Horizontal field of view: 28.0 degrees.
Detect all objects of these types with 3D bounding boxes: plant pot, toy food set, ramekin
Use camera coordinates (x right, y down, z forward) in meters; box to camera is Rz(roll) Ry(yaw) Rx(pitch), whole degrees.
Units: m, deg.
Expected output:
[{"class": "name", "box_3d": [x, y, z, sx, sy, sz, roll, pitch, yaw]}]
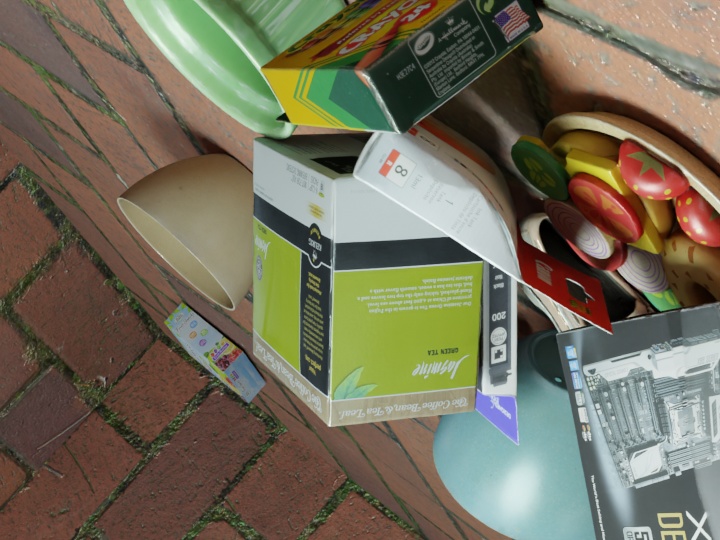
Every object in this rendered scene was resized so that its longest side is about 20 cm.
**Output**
[{"class": "plant pot", "box_3d": [-0.188, -0.068, 1.814, 0.200, 0.135, 0.200, 39, 166, 11]}, {"class": "toy food set", "box_3d": [0.196, -0.030, 0.993, 0.197, 0.049, 0.200, 25, 158, 53]}, {"class": "ramekin", "box_3d": [-0.098, -0.212, 1.173, 0.200, 0.098, 0.200, 40, 167, 11]}, {"class": "plant pot", "box_3d": [0.179, 0.135, 1.327, 0.200, 0.199, 0.136, 36, 131, 26]}]

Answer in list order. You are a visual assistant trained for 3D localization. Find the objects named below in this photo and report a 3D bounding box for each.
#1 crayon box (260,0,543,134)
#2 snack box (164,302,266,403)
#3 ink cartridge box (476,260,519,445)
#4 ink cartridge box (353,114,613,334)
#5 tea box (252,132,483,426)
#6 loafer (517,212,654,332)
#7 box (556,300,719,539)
[{"class": "crayon box", "box_3d": [0.015, -0.148, 0.967, 0.051, 0.127, 0.200, 58, 162, -20]}, {"class": "snack box", "box_3d": [-0.313, 0.178, 3.110, 0.200, 0.068, 0.169, 37, 167, 31]}, {"class": "ink cartridge box", "box_3d": [0.076, 0.027, 1.252, 0.198, 0.043, 0.202, -142, 45, -61]}, {"class": "ink cartridge box", "box_3d": [0.095, -0.043, 0.994, 0.199, 0.050, 0.162, 29, -167, -1]}, {"class": "tea box", "box_3d": [0.000, 0.000, 1.184, 0.200, 0.132, 0.199, -146, 56, -64]}, {"class": "loafer", "box_3d": [0.195, 0.034, 1.167, 0.200, 0.072, 0.063, 45, 160, 2]}, {"class": "box", "box_3d": [0.214, 0.127, 0.952, 0.157, 0.049, 0.202, -15, 83, 57]}]
